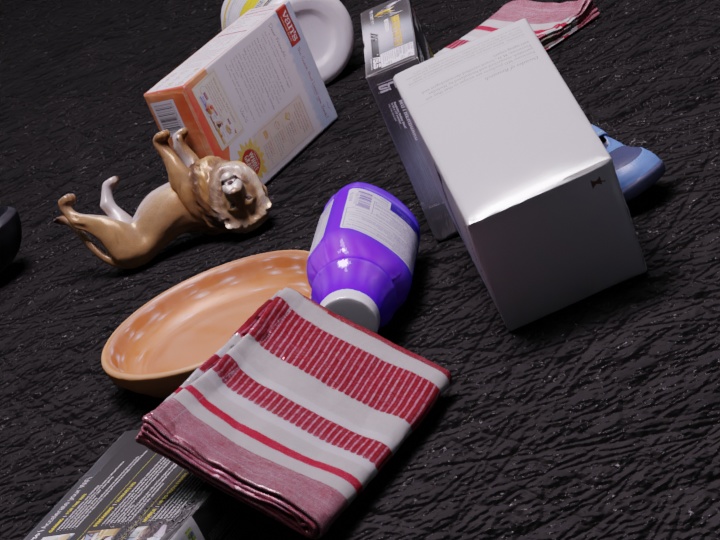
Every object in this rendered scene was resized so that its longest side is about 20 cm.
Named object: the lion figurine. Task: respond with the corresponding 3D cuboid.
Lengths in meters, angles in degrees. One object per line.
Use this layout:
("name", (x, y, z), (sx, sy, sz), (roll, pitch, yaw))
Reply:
("lion figurine", (-0.184, -0.053, 2.073), (0.200, 0.123, 0.072), (-33, -8, 19))

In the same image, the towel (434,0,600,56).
("towel", (0.126, -0.221, 2.240), (0.200, 0.023, 0.144), (-35, 23, -29))

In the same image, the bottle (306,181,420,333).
("bottle", (0.000, 0.000, 1.744), (0.065, 0.083, 0.200), (-53, 11, 23))

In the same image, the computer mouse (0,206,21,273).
("computer mouse", (-0.399, -0.008, 2.232), (0.200, 0.053, 0.139), (-20, 19, 44))

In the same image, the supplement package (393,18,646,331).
("supplement package", (0.118, -0.075, 1.675), (0.117, 0.117, 0.200), (-23, 40, 0))

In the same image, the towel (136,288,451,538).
("towel", (-0.040, 0.091, 1.518), (0.144, 0.023, 0.200), (27, 39, 15))

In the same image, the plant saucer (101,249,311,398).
("plant saucer", (-0.113, 0.048, 1.810), (0.200, 0.037, 0.200), (-21, 20, 8))

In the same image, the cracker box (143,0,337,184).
("cracker box", (-0.114, -0.160, 2.181), (0.058, 0.134, 0.200), (-7, 25, 37))

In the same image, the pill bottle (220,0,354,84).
("pill bottle", (-0.088, -0.266, 2.443), (0.112, 0.112, 0.200), (-27, 21, -11))

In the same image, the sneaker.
("sneaker", (0.162, -0.094, 1.809), (0.074, 0.082, 0.200), (-34, 25, -30))

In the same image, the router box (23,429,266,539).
("router box", (-0.145, 0.173, 1.515), (0.149, 0.051, 0.200), (-10, 24, 35))

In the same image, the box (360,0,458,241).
("box", (0.053, -0.134, 1.910), (0.048, 0.159, 0.200), (-22, 20, 8))
